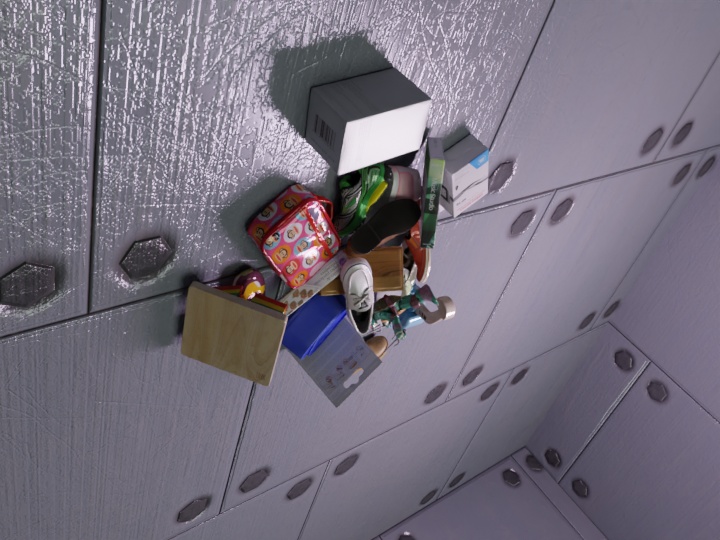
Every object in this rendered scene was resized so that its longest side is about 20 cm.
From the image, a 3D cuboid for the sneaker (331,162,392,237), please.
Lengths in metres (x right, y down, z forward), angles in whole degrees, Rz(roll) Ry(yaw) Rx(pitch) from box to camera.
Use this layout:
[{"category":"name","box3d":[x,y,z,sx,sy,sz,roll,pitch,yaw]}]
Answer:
[{"category":"sneaker","box3d":[-0.017,-0.154,1.491,0.084,0.079,0.201,24,123,-18]}]

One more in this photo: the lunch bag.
[{"category":"lunch bag","box3d":[-0.122,-0.075,1.444,0.176,0.082,0.201,-43,147,-9]}]

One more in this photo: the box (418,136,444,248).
[{"category":"box","box3d":[0.152,-0.170,1.548,0.036,0.145,0.203,3,118,1]}]

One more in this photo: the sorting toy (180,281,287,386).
[{"category":"sorting toy","box3d":[-0.249,0.114,1.438,0.070,0.196,0.202,-69,179,-49]}]

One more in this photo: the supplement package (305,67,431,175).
[{"category":"supplement package","box3d":[0.014,-0.276,1.315,0.198,0.117,0.118,-22,143,-30]}]

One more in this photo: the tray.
[{"category":"tray","box3d":[0.000,0.000,1.599,0.197,0.037,0.101,-3,93,-21]}]

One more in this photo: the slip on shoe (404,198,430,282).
[{"category":"slip on shoe","box3d":[0.134,-0.069,1.700,0.060,0.074,0.204,-6,107,-4]}]

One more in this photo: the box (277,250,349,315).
[{"category":"box","box3d":[-0.107,0.033,1.528,0.199,0.039,0.041,-39,-173,-5]}]

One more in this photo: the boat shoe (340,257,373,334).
[{"category":"boat shoe","box3d":[-0.003,0.060,1.542,0.071,0.066,0.202,-11,137,-14]}]

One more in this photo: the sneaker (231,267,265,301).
[{"category":"sneaker","box3d":[-0.220,0.083,1.506,0.074,0.090,0.202,-26,146,-25]}]

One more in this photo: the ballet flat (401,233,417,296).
[{"category":"ballet flat","box3d":[0.112,-0.024,1.768,0.062,0.067,0.203,18,91,-45]}]

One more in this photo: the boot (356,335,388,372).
[{"category":"boot","box3d":[-0.010,0.198,1.920,0.174,0.066,0.201,-37,148,-12]}]

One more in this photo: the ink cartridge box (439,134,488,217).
[{"category":"ink cartridge box","box3d":[0.245,-0.212,1.712,0.115,0.067,0.201,-36,148,-14]}]

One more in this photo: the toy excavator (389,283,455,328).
[{"category":"toy excavator","box3d":[0.145,0.101,1.847,0.099,0.200,0.196,-13,139,-41]}]

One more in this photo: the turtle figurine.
[{"category":"turtle figurine","box3d":[0.079,0.101,1.637,0.198,0.150,0.102,-30,110,4]}]

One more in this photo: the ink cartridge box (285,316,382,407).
[{"category":"ink cartridge box","box3d":[-0.063,0.202,1.728,0.161,0.200,0.050,-44,167,3]}]

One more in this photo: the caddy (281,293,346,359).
[{"category":"caddy","box3d":[-0.113,0.108,1.654,0.201,0.105,0.141,-49,172,7]}]

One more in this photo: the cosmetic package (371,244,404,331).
[{"category":"cosmetic package","box3d":[0.042,0.043,1.747,0.089,0.107,0.201,-26,147,-19]}]

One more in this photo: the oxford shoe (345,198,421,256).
[{"category":"oxford shoe","box3d":[0.044,-0.092,1.517,0.199,0.072,0.071,-31,180,-27]}]

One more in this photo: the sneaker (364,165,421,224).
[{"category":"sneaker","box3d":[0.079,-0.142,1.594,0.103,0.075,0.202,-10,132,-35]}]
